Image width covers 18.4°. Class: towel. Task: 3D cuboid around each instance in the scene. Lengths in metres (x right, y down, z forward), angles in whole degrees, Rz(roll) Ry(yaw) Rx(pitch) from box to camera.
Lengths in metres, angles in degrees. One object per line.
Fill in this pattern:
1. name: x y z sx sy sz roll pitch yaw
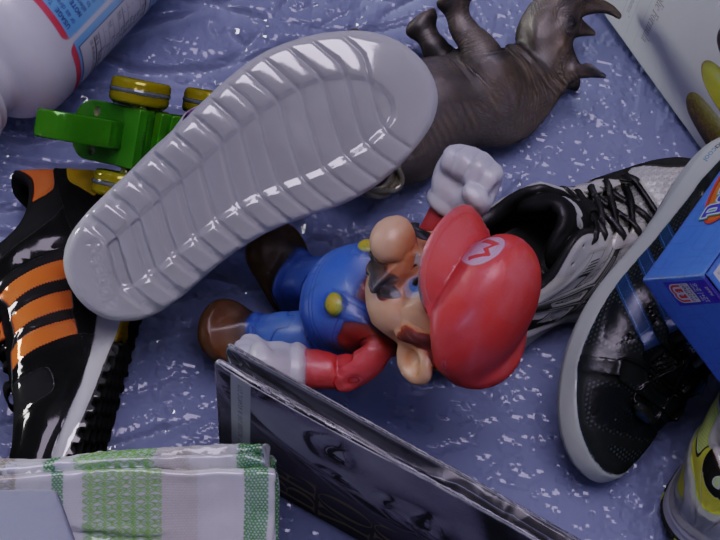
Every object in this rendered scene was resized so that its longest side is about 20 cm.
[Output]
1. towel: -0.134 0.158 1.018 0.199 0.031 0.150 -2 93 -8

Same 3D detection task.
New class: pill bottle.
1. pill bottle: -0.172 -0.153 1.175 0.109 0.109 0.200 34 63 11

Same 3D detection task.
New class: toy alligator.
1. toy alligator: -0.076 -0.061 1.123 0.199 0.054 0.060 7 96 -28

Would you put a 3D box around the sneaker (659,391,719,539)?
1. sneaker: 0.227 0.061 1.130 0.075 0.076 0.200 30 61 11

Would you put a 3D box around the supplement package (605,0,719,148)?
1. supplement package: 0.236 -0.121 1.208 0.109 0.114 0.200 -25 68 -20

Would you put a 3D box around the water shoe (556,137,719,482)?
1. water shoe: 0.168 0.018 1.114 0.071 0.079 0.200 36 78 -35

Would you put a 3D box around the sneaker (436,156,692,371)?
1. sneaker: 0.114 -0.013 1.149 0.200 0.088 0.076 -27 67 -22

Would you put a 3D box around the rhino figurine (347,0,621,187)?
1. rhino figurine: 0.057 -0.105 1.205 0.199 0.060 0.088 -23 86 -19

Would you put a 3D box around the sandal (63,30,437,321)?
1. sandal: -0.058 -0.052 1.078 0.202 0.050 0.083 -31 98 -4

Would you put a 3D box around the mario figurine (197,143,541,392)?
1. mario figurine: 0.000 0.000 1.060 0.106 0.200 0.124 7 82 -42

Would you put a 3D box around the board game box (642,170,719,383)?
1. board game box: 0.240 0.022 1.073 0.200 0.045 0.152 51 61 -21

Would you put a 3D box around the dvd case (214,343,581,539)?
1. dvd case: 0.021 0.111 1.034 0.200 0.149 0.016 29 70 8

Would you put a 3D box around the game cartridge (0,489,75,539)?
1. game cartridge: -0.210 0.161 0.935 0.199 0.041 0.133 -14 50 -15

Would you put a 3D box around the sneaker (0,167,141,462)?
1. sneaker: -0.160 0.033 1.101 0.090 0.070 0.201 12 55 2
